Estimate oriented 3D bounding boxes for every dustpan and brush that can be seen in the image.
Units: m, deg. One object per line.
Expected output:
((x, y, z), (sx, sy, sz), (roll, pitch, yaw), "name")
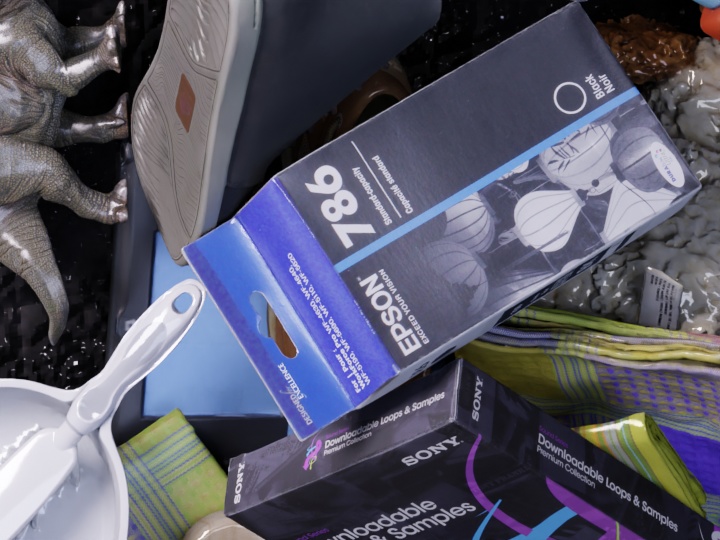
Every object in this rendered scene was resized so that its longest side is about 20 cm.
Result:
((-0.136, 0.081, 1.222), (0.139, 0.057, 0.200), (42, 87, 2), "dustpan and brush")

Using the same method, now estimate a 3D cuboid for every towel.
((0.117, 0.074, 1.268), (0.143, 0.023, 0.200), (8, 151, 13), "towel")
((-0.131, 0.167, 1.289), (0.199, 0.023, 0.144), (-34, 116, 0), "towel")
((0.050, 0.100, 1.258), (0.199, 0.018, 0.086), (-9, 141, 22), "towel")

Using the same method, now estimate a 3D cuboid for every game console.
((-0.030, 0.023, 1.288), (0.176, 0.031, 0.201), (-1, 107, -21), "game console")

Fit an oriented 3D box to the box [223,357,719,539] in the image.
((0.058, 0.117, 1.235), (0.200, 0.036, 0.143), (34, 137, -31), "box")

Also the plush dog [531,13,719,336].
((0.159, -0.029, 1.285), (0.200, 0.160, 0.173), (39, 55, -36), "plush dog")

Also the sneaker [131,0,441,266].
((-0.029, -0.076, 1.171), (0.106, 0.075, 0.200), (-14, 151, -24), "sneaker")

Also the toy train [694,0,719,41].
((0.237, -0.131, 1.310), (0.199, 0.056, 0.151), (21, 75, -25), "toy train")

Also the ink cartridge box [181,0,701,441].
((0.034, -0.022, 1.162), (0.199, 0.039, 0.100), (-32, 83, -15), "ink cartridge box")

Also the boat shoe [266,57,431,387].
((0.000, 0.000, 1.237), (0.075, 0.074, 0.201), (-10, 110, -15), "boat shoe")

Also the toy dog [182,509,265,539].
((-0.033, 0.207, 1.247), (0.096, 0.132, 0.200), (-37, 85, 2), "toy dog")

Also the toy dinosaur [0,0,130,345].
((-0.150, -0.067, 1.198), (0.102, 0.077, 0.201), (0, 122, -1), "toy dinosaur")
